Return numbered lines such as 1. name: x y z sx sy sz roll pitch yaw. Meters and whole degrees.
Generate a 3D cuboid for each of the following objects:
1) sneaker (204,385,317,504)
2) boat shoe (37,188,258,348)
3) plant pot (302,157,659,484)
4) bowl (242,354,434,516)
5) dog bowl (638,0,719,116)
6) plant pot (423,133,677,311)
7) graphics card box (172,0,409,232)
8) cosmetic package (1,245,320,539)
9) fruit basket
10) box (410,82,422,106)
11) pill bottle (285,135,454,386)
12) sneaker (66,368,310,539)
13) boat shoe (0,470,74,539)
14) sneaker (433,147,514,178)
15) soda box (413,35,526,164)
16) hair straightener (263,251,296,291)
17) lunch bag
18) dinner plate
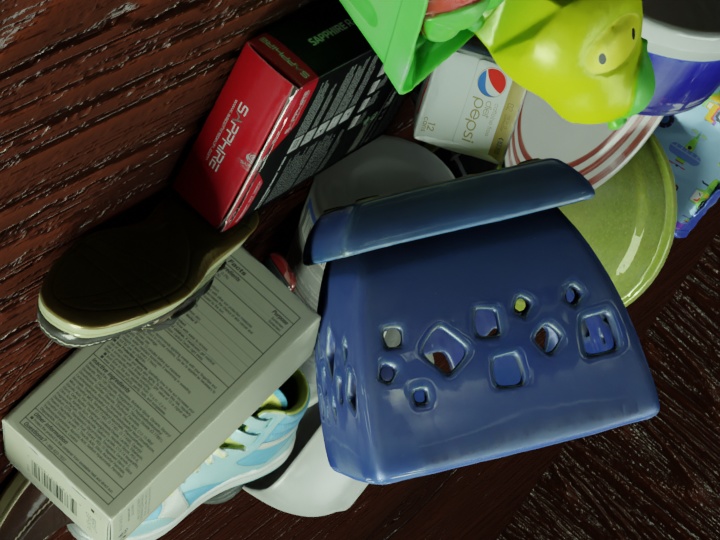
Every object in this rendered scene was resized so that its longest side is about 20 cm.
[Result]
1. sneaker: -0.083 0.113 1.959 0.200 0.071 0.099 -43 170 -16
2. boat shoe: -0.130 0.008 1.464 0.200 0.073 0.065 -33 155 -53
3. plant pot: 0.067 0.030 1.601 0.199 0.181 0.200 -12 -179 -10
4. bowl: -0.015 0.120 2.016 0.200 0.075 0.200 -53 -167 -4
5. dog bowl: 0.175 -0.201 1.612 0.200 0.200 0.079 -36 164 -47
6. plant pot: 0.133 -0.052 1.986 0.201 0.200 0.184 -54 156 20
7. graphics card box: -0.025 -0.113 1.521 0.200 0.051 0.126 -33 159 -50
8. cosmetic package: -0.131 0.076 1.592 0.200 0.103 0.073 -43 167 -22
9. fruit basket: 0.102 -0.180 1.423 0.216 0.215 0.156 -43 166 -26
10. box: 0.155 -0.172 1.800 0.157 0.050 0.200 18 116 -40
11. pill bottle: 0.000 0.000 1.794 0.114 0.114 0.200 -41 165 -33
12. sneaker: -0.121 0.119 1.734 0.200 0.080 0.131 -29 161 -32
13. boat shoe: -0.183 0.143 1.673 0.200 0.072 0.072 -47 167 -11
14. sneaker: 0.087 -0.034 1.824 0.081 0.074 0.200 -13 148 -22
15. soda box: 0.075 -0.122 1.646 0.200 0.063 0.068 -77 -175 -81
16. hair straightener: -0.120 0.063 1.773 0.077 0.041 0.200 -10 149 -41
17. lunch bag: 0.255 -0.134 2.086 0.151 0.200 0.094 -55 166 24
18. dinner plate: 0.171 -0.139 1.758 0.200 0.024 0.201 -32 141 -30
